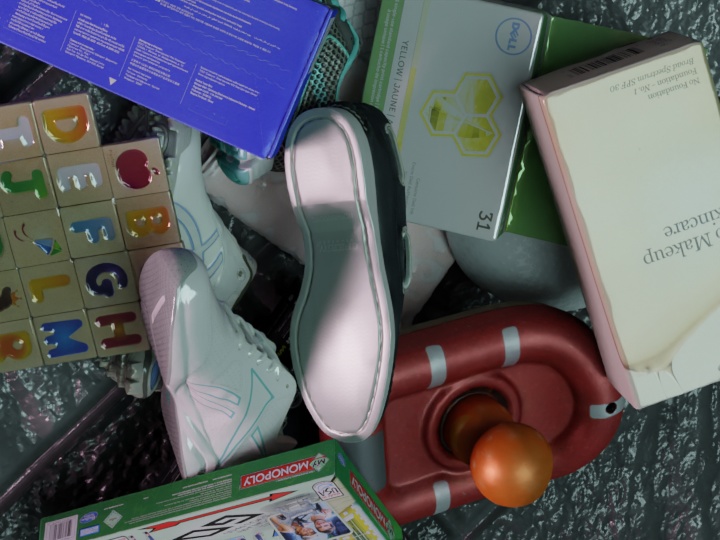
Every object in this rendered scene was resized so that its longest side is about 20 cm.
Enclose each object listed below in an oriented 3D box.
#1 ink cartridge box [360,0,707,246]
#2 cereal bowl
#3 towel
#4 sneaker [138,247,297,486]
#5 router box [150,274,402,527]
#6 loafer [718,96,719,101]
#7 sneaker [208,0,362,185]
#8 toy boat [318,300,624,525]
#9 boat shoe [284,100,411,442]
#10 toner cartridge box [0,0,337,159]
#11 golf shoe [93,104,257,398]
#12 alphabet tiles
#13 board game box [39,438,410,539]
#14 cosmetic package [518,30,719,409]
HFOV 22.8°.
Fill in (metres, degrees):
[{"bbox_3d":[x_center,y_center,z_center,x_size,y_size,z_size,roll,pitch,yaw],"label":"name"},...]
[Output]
[{"bbox_3d":[0.100,-0.089,1.105,0.199,0.048,0.146,14,102,12],"label":"ink cartridge box"},{"bbox_3d":[0.158,-0.056,1.200,0.200,0.083,0.201,-21,128,-29],"label":"cereal bowl"},{"bbox_3d":[0.014,-0.083,1.172,0.200,0.032,0.191,37,89,-31],"label":"towel"},{"bbox_3d":[-0.083,0.052,1.056,0.080,0.071,0.201,-15,141,-9],"label":"sneaker"},{"bbox_3d":[-0.031,0.124,1.194,0.150,0.062,0.200,30,98,-34],"label":"router box"},{"bbox_3d":[0.230,-0.031,1.170,0.067,0.076,0.200,-23,137,-31],"label":"loafer"},{"bbox_3d":[-0.042,-0.153,1.082,0.091,0.078,0.201,-2,101,-25],"label":"sneaker"},{"bbox_3d":[0.079,0.102,1.119,0.199,0.131,0.131,-15,120,-19],"label":"toy boat"},{"bbox_3d":[0.000,0.000,1.058,0.060,0.075,0.201,-18,112,-56],"label":"boat shoe"},{"bbox_3d":[-0.122,-0.146,1.014,0.199,0.043,0.095,24,97,0],"label":"toner cartridge box"},{"bbox_3d":[-0.110,-0.020,1.112,0.097,0.078,0.201,-7,120,-31],"label":"golf shoe"},{"bbox_3d":[-0.205,-0.017,1.048,0.199,0.006,0.167,-9,114,2],"label":"alphabet tiles"},{"bbox_3d":[-0.080,0.174,1.112,0.199,0.029,0.135,-17,137,16],"label":"board game box"},{"bbox_3d":[0.175,-0.031,1.069,0.103,0.073,0.201,-20,103,-2],"label":"cosmetic package"}]
